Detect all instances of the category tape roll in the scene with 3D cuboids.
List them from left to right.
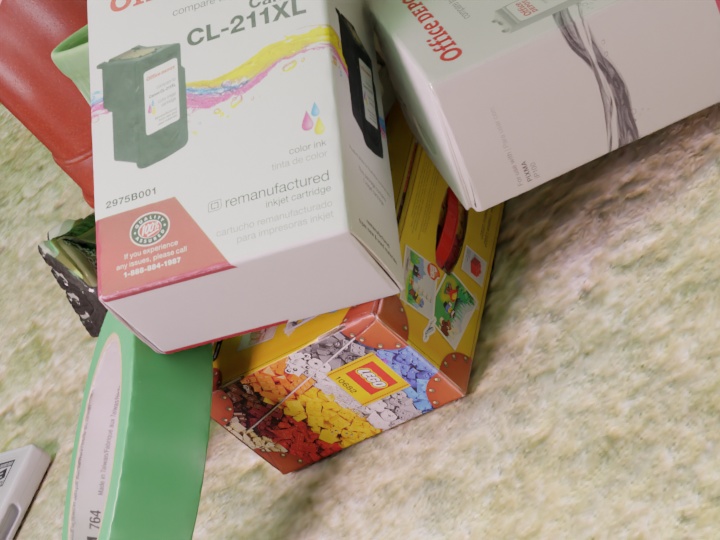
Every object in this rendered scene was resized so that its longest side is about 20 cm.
[{"bbox_3d":[-0.132,0.113,1.160,0.200,0.048,0.201,-171,90,-75],"label":"tape roll"}]

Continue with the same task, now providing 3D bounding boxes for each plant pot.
[{"bbox_3d":[-0.229,-0.187,1.639,0.201,0.195,0.201,-37,29,24],"label":"plant pot"}]

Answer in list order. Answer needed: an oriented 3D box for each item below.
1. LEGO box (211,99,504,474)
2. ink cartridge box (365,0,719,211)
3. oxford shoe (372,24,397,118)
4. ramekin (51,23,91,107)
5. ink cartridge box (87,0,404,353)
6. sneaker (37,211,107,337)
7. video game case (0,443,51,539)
[{"bbox_3d":[0.000,0.000,1.173,0.149,0.077,0.200,-27,34,37],"label":"LEGO box"},{"bbox_3d":[0.119,-0.129,1.077,0.200,0.083,0.147,-24,29,-3],"label":"ink cartridge box"},{"bbox_3d":[0.005,-0.128,1.163,0.200,0.075,0.058,-56,20,-3],"label":"oxford shoe"},{"bbox_3d":[-0.107,-0.158,1.410,0.200,0.098,0.200,-27,14,7],"label":"ramekin"},{"bbox_3d":[-0.066,-0.074,1.084,0.146,0.083,0.200,-15,61,16],"label":"ink cartridge box"},{"bbox_3d":[-0.180,-0.015,1.463,0.089,0.077,0.200,-31,16,0],"label":"sneaker"},{"bbox_3d":[-0.317,0.219,1.442,0.200,0.023,0.182,-18,40,46],"label":"video game case"}]
